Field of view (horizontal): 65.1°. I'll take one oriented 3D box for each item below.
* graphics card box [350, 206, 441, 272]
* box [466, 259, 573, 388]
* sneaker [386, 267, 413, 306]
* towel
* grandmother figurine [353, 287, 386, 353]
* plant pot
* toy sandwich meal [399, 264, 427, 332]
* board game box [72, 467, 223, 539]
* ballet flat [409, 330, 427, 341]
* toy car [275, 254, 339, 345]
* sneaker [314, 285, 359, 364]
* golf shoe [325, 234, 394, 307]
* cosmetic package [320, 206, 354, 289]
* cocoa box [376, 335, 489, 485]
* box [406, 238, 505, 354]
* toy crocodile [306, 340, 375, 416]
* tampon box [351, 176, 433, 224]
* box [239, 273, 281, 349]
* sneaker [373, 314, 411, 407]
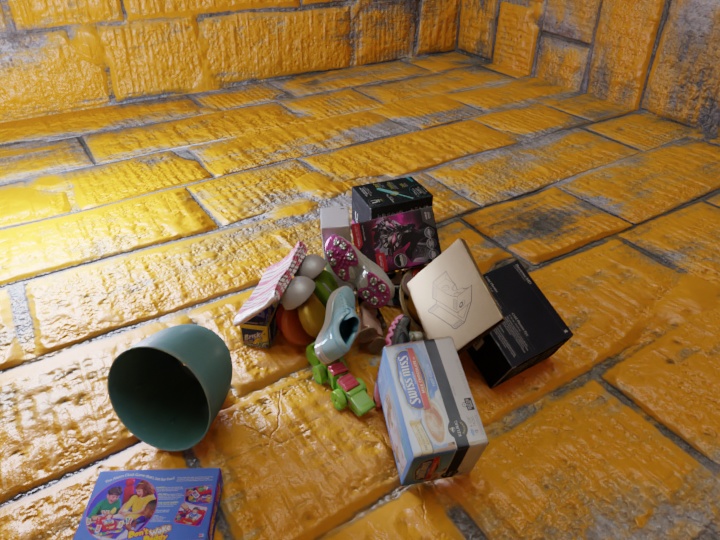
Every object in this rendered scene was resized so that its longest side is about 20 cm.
[{"bbox_3d":[0.083,-0.065,1.304,0.195,0.129,0.051,-11,1,6],"label":"graphics card box"},{"bbox_3d":[0.302,0.108,1.178,0.179,0.105,0.202,-19,64,-27],"label":"box"},{"bbox_3d":[0.102,0.025,1.382,0.196,0.081,0.129,22,38,28],"label":"sneaker"},{"bbox_3d":[-0.195,0.027,1.218,0.145,0.030,0.201,-34,20,33],"label":"towel"},{"bbox_3d":[0.015,0.086,1.272,0.060,0.122,0.202,-23,32,12],"label":"grandmother figurine"},{"bbox_3d":[-0.324,0.193,1.026,0.196,0.205,0.161,9,21,11],"label":"plant pot"},{"bbox_3d":[0.181,0.067,1.266,0.201,0.070,0.209,12,58,-19],"label":"toy sandwich meal"},{"bbox_3d":[-0.322,0.378,0.873,0.195,0.046,0.136,0,34,-2],"label":"board game box"},{"bbox_3d":[0.131,0.170,1.173,0.066,0.072,0.201,-11,35,-17],"label":"ballet flat"},{"bbox_3d":[-0.114,0.082,1.248,0.148,0.176,0.201,-26,23,28],"label":"toy car"},{"bbox_3d":[-0.027,0.101,1.141,0.081,0.074,0.202,-24,33,30],"label":"sneaker"},{"bbox_3d":[0.000,0.000,1.257,0.201,0.075,0.091,48,21,14],"label":"golf shoe"},{"bbox_3d":[-0.053,-0.040,1.359,0.069,0.204,0.102,-5,32,-1],"label":"cosmetic package"},{"bbox_3d":[0.113,0.238,0.968,0.128,0.135,0.203,-6,53,-12],"label":"cocoa box"},{"bbox_3d":[0.182,0.060,1.121,0.021,0.163,0.203,20,38,-41],"label":"box"},{"bbox_3d":[-0.041,0.212,1.114,0.066,0.063,0.200,-19,39,-27],"label":"toy crocodile"},{"bbox_3d":[0.088,-0.172,1.630,0.196,0.129,0.150,-13,35,-18],"label":"tampon box"},{"bbox_3d":[-0.213,0.087,1.293,0.068,0.066,0.202,5,35,7],"label":"box"},{"bbox_3d":[0.087,0.184,1.123,0.093,0.080,0.203,9,57,11],"label":"sneaker"}]
